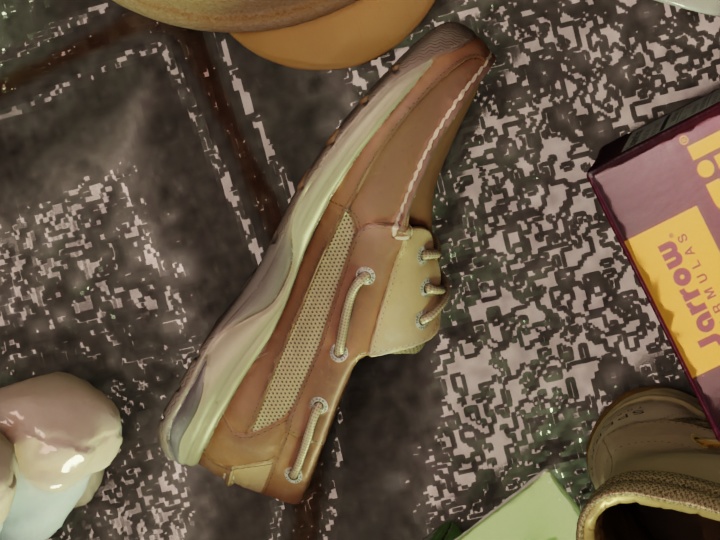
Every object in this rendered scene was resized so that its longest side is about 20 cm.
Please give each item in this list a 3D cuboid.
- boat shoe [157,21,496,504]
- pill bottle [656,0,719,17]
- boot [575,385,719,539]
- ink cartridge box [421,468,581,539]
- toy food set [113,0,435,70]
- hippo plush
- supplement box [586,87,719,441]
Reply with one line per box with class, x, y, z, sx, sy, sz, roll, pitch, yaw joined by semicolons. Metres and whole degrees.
boat shoe;0.000;0.000;1.021;0.072;0.076;0.200;32;110;0
pill bottle;0.122;-0.195;0.953;0.110;0.111;0.201;17;100;7
boot;0.164;0.120;0.962;0.200;0.155;0.073;35;101;2
ink cartridge box;0.026;0.167;1.039;0.200;0.059;0.104;-38;90;12
toy food set;-0.042;-0.186;1.012;0.199;0.049;0.199;21;100;6
hippo plush;-0.162;0.139;1.009;0.199;0.159;0.162;-19;87;10
supplement box;0.193;-0.035;0.975;0.199;0.086;0.111;-27;93;11
